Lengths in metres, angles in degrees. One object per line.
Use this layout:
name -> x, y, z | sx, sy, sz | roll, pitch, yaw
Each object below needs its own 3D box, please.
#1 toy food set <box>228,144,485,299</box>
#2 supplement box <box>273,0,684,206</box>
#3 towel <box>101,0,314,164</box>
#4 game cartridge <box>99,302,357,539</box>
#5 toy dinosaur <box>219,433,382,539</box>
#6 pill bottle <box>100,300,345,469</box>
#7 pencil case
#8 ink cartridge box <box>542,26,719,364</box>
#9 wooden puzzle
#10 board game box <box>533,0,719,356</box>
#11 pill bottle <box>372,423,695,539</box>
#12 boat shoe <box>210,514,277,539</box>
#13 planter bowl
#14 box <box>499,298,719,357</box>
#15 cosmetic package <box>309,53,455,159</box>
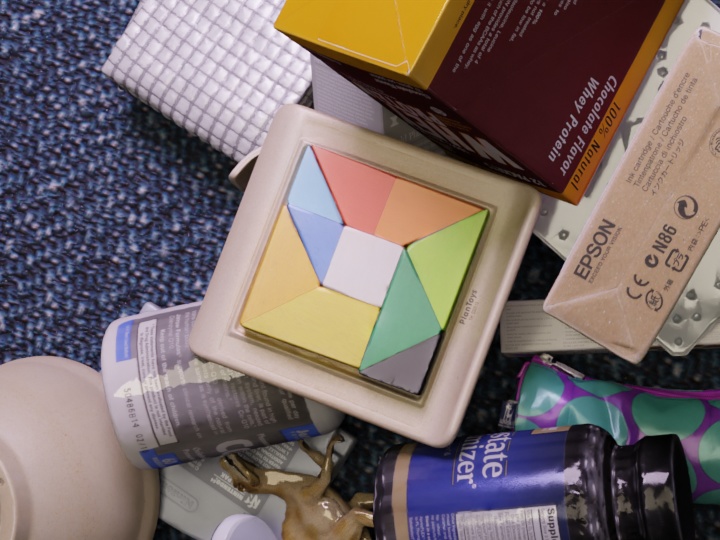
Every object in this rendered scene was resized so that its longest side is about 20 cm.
toy food set -> 0.009, -0.019, 1.193 | 0.200, 0.144, 0.061 | 28, 86, 14
supplement box -> 0.089, -0.183, 1.069 | 0.133, 0.200, 0.198 | 26, 87, 44
towel -> -0.079, -0.189, 1.269 | 0.165, 0.086, 0.200 | 33, 89, 18
game cartridge -> -0.118, 0.131, 1.255 | 0.200, 0.040, 0.134 | 33, 86, 14
toy dinosaur -> -0.009, 0.186, 1.196 | 0.200, 0.058, 0.101 | 44, 105, 11
pill bottle -> -0.074, 0.070, 1.179 | 0.199, 0.114, 0.114 | -12, 80, 7
pencil case -> 0.201, 0.113, 1.165 | 0.199, 0.085, 0.093 | 6, 99, 12
ink cartridge box -> 0.199, -0.050, 1.059 | 0.075, 0.165, 0.200 | 29, 99, 7
wooden puzzle -> 0.000, 0.000, 1.099 | 0.199, 0.037, 0.186 | 20, 86, 14
board game box -> 0.215, -0.078, 1.151 | 0.200, 0.026, 0.200 | 42, 101, 5
pill bottle -> 0.117, 0.162, 1.099 | 0.199, 0.112, 0.112 | -8, 80, 17
boat shoe -> -0.092, 0.277, 1.207 | 0.086, 0.074, 0.203 | -4, 99, 46
planter bowl -> -0.266, 0.167, 1.208 | 0.199, 0.135, 0.201 | 0, 91, 21
box -> 0.202, 0.039, 1.198 | 0.199, 0.039, 0.042 | -4, 81, 11
cosmetic package -> 0.025, -0.169, 1.174 | 0.107, 0.201, 0.090 | -28, 40, -32
